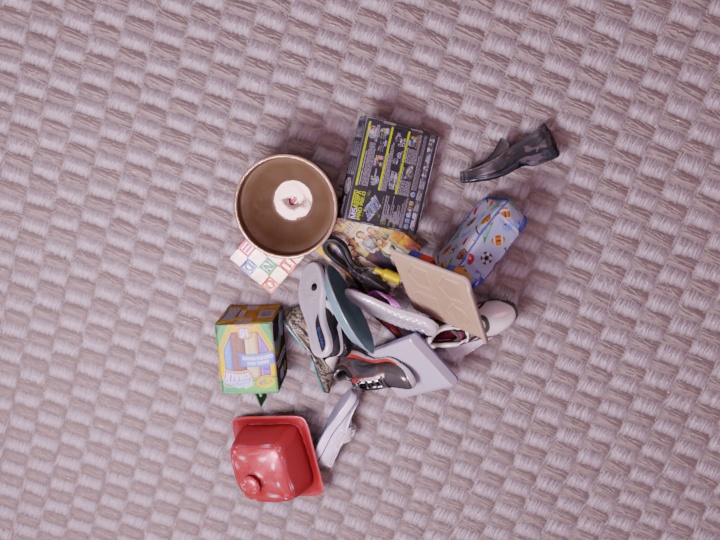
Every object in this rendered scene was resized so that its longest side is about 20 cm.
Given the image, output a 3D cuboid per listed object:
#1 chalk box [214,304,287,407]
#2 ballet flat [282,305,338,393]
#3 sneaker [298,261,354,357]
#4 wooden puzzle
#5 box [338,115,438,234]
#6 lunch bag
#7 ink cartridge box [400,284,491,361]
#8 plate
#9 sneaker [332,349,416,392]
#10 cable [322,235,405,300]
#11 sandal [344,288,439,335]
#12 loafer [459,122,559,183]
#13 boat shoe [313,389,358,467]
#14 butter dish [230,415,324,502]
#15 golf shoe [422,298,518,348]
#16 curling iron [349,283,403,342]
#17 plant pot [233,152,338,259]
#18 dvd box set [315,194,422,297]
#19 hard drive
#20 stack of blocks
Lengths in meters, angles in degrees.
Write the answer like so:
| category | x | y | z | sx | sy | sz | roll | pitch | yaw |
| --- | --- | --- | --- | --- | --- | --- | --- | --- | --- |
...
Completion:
| category | x | y | z | sx | sy | sz | roll | pitch | yaw |
| --- | --- | --- | --- | --- | --- | --- | --- | --- | --- |
| chalk box | -0.226 | 0.185 | 1.734 | 0.123 | 0.125 | 0.202 | -1 | 105 | 5 |
| ballet flat | -0.090 | 0.164 | 1.749 | 0.075 | 0.068 | 0.201 | -27 | 99 | 3 |
| sneaker | -0.064 | 0.086 | 1.723 | 0.073 | 0.111 | 0.202 | -20 | 71 | 36 |
| wooden puzzle | 0.155 | 0.037 | 1.549 | 0.046 | 0.199 | 0.186 | -47 | 141 | -20 |
| box | 0.054 | -0.182 | 1.593 | 0.159 | 0.044 | 0.202 | 10 | 96 | -22 |
| lunch bag | 0.229 | -0.056 | 1.594 | 0.075 | 0.160 | 0.200 | 42 | 84 | -14 |
| ink cartridge box | 0.182 | 0.077 | 1.705 | 0.109 | 0.050 | 0.201 | -34 | 100 | 14 |
| plate | -0.028 | 0.081 | 1.644 | 0.025 | 0.200 | 0.201 | -27 | 103 | 8 |
| sneaker | 0.026 | 0.227 | 1.702 | 0.199 | 0.082 | 0.077 | 7 | 135 | 42 |
| cable | 0.000 | 0.000 | 1.655 | 0.199 | 0.050 | 0.097 | 37 | 134 | -10 |
| sandal | 0.065 | 0.073 | 1.629 | 0.201 | 0.083 | 0.050 | 23 | 71 | 11 |
| loafer | 0.283 | -0.224 | 1.601 | 0.198 | 0.073 | 0.073 | -19 | 95 | 0 |
| boat shoe | -0.043 | 0.347 | 1.800 | 0.065 | 0.074 | 0.201 | 26 | 117 | -7 |
| butter dish | -0.204 | 0.428 | 1.775 | 0.198 | 0.148 | 0.201 | -6 | 106 | 26 |
| golf shoe | 0.221 | 0.117 | 1.642 | 0.198 | 0.088 | 0.078 | -18 | 103 | 9 |
| curling iron | 0.042 | 0.109 | 1.732 | 0.050 | 0.026 | 0.201 | -41 | 102 | -24 |
| plant pot | -0.138 | -0.129 | 1.588 | 0.199 | 0.093 | 0.203 | 1 | 104 | 5 |
| dvd box set | 0.007 | -0.055 | 1.659 | 0.200 | 0.029 | 0.146 | 39 | 102 | -23 |
| hard drive | 0.099 | 0.199 | 1.692 | 0.132 | 0.025 | 0.200 | 47 | 149 | -9 |
| stack of blocks | -0.160 | -0.067 | 1.687 | 0.115 | 0.059 | 0.200 | 40 | 105 | -7 |
